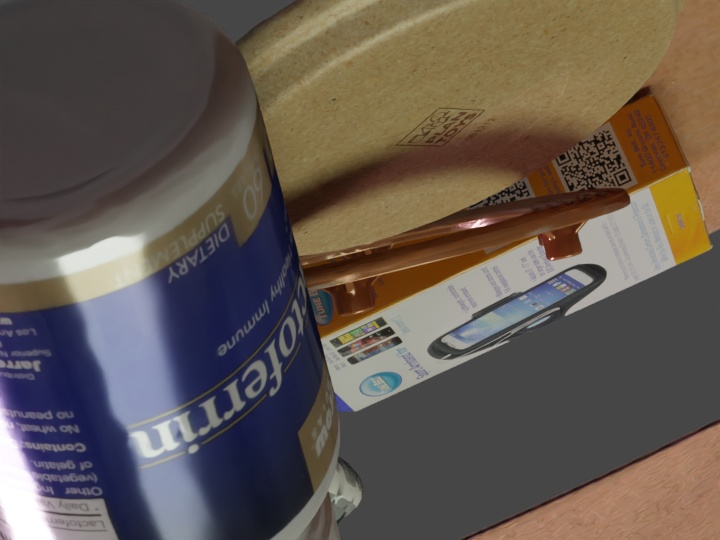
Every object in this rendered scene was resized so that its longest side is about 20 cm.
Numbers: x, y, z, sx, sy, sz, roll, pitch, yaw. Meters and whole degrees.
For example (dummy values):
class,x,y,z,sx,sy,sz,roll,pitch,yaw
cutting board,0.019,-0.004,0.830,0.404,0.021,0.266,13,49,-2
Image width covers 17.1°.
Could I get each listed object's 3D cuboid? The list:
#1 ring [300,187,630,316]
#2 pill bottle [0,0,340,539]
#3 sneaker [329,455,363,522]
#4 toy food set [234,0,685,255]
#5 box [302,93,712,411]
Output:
class,x,y,z,sx,sy,sz,roll,pitch,yaw
ring,0.000,0.000,0.855,0.199,0.019,0.200,-14,-176,1
pill bottle,-0.069,0.027,0.707,0.115,0.116,0.201,-21,132,-8
sneaker,-0.066,0.111,1.036,0.116,0.075,0.200,-58,161,-8
toy food set,0.017,-0.065,0.780,0.197,0.049,0.200,-11,157,-33
box,0.047,0.001,1.005,0.199,0.042,0.119,-23,161,6
